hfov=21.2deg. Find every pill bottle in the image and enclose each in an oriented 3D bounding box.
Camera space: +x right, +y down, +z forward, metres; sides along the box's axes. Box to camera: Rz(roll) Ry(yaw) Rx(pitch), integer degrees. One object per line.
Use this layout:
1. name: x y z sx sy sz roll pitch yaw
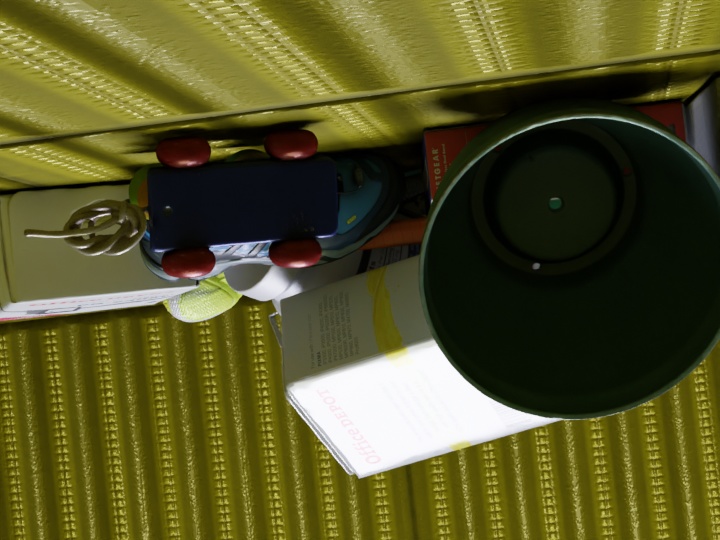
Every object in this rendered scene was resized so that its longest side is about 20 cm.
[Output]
1. pill bottle: 0.000 0.000 1.490 0.199 0.117 0.115 21 163 -30

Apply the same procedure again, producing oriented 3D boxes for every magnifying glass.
1. magnifying glass: 0.089 -0.035 1.406 0.198 0.023 0.080 -8 177 0

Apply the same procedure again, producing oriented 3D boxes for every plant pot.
1. plant pot: 0.132 -0.026 1.228 0.198 0.202 0.134 -6 -157 1

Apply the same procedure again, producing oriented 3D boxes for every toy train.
1. toy train: -0.123 -0.045 1.213 0.198 0.085 0.116 -5 -170 -19

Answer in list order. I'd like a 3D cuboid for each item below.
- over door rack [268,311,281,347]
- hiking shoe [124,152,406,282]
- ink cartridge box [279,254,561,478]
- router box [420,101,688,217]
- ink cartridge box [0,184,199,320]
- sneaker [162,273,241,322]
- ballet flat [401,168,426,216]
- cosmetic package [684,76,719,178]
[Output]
1. over door rack: 0.004 -0.007 1.865 0.200 0.067 0.148 -38 169 14
2. hiking shoe: -0.063 -0.043 1.358 0.198 0.075 0.087 -16 159 -4
3. ink cartridge box: 0.056 0.061 1.413 0.199 0.084 0.145 -18 140 14
4. router box: 0.134 -0.075 1.387 0.178 0.049 0.200 -6 177 0
5. ink cartridge box: -0.214 -0.013 1.486 0.144 0.084 0.200 -6 177 -16
6. sneaker: -0.114 -0.023 1.893 0.199 0.076 0.105 -19 -145 -19
7. ballet flat: 0.014 -0.042 1.595 0.074 0.075 0.199 -4 176 -44
8. cosmetic package: 0.270 -0.086 1.269 0.101 0.075 0.200 -7 175 0
